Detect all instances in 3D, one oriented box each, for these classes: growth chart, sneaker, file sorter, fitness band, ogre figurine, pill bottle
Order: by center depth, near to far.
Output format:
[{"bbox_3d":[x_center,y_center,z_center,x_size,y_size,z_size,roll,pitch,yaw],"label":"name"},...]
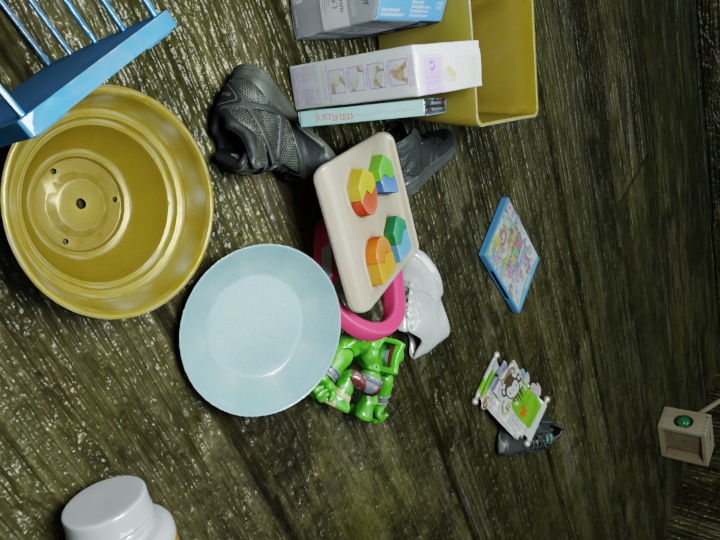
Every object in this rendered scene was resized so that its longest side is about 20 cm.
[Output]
[{"bbox_3d":[-0.264,-0.173,0.460,0.139,0.199,0.123,-55,129,-31],"label":"file sorter"},{"bbox_3d":[-0.222,0.308,0.624,0.109,0.108,0.202,-27,114,-46],"label":"pill bottle"},{"bbox_3d":[-0.101,-0.131,0.760,0.199,0.076,0.115,46,61,-39],"label":"sneaker"},{"bbox_3d":[0.000,0.000,0.866,0.143,0.037,0.202,30,43,-35],"label":"fitness band"},{"bbox_3d":[0.005,0.142,0.896,0.199,0.098,0.121,33,80,-35],"label":"ogre figurine"},{"bbox_3d":[0.079,-0.189,0.981,0.200,0.060,0.105,-50,133,-31],"label":"sneaker"},{"bbox_3d":[0.082,0.053,1.006,0.088,0.075,0.201,-39,124,-27],"label":"sneaker"},{"bbox_3d":[0.307,0.256,1.297,0.200,0.018,0.146,42,59,-24],"label":"growth chart"},{"bbox_3d":[0.357,0.345,1.355,0.199,0.079,0.076,-8,101,-48],"label":"sneaker"}]

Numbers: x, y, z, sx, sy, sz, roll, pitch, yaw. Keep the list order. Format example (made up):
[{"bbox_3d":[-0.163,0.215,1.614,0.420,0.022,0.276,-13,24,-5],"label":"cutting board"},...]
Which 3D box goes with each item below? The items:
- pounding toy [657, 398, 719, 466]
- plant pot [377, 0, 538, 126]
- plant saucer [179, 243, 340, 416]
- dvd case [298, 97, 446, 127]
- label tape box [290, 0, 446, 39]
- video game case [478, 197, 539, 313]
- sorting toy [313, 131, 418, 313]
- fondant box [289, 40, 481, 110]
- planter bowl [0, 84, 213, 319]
[{"bbox_3d":[1.171,0.559,2.279,0.142,0.183,0.202,-45,126,-38],"label":"pounding toy"},{"bbox_3d":[0.135,-0.314,0.945,0.199,0.175,0.202,-22,110,-49],"label":"plant pot"},{"bbox_3d":[-0.118,0.068,0.756,0.199,0.039,0.204,-5,99,-30],"label":"plant saucer"},{"bbox_3d":[0.023,-0.195,0.790,0.200,0.144,0.022,-45,131,-71],"label":"dvd case"},{"bbox_3d":[0.031,-0.334,0.800,0.143,0.199,0.067,-22,112,-47],"label":"label tape box"},{"bbox_3d":[0.304,-0.028,1.302,0.200,0.018,0.144,51,55,-40],"label":"video game case"},{"bbox_3d":[0.021,-0.069,0.824,0.200,0.036,0.187,-42,122,-55],"label":"sorting toy"},{"bbox_3d":[0.030,-0.244,0.808,0.144,0.199,0.059,-25,112,-46],"label":"fondant box"},{"bbox_3d":[-0.239,-0.061,0.588,0.199,0.083,0.203,-7,99,-51],"label":"planter bowl"}]
